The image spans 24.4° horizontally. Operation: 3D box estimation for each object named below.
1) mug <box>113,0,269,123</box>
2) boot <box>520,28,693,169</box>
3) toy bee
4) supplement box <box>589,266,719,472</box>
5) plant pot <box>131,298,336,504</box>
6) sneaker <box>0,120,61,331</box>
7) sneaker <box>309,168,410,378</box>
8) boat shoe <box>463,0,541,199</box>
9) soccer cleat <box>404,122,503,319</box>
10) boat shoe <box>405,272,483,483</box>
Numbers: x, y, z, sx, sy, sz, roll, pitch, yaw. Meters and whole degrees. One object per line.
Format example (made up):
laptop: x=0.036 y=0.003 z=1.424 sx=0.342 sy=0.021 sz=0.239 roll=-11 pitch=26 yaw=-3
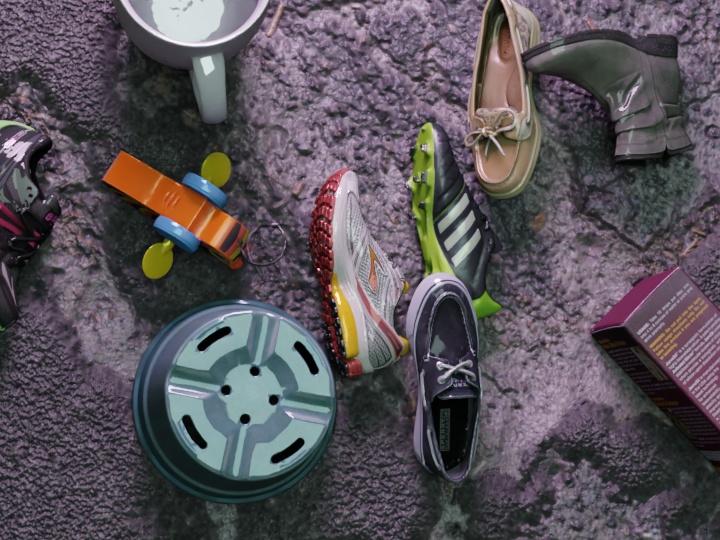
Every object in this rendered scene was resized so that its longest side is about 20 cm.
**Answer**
mug: x=-0.155 y=-0.236 z=1.562 sx=0.148 sy=0.175 sz=0.200 roll=-11 pitch=86 yaw=-9
boot: x=0.252 y=-0.167 z=1.643 sx=0.200 sy=0.068 sz=0.131 roll=-3 pitch=82 yaw=-34
toy bee: x=-0.153 y=-0.036 z=1.591 sx=0.131 sy=0.109 sz=0.200 roll=-38 pitch=66 yaw=-2
supplement box: x=0.334 y=0.100 z=1.633 sx=0.086 sy=0.110 sz=0.200 roll=-43 pitch=92 yaw=-11
plant pot: x=-0.109 y=0.116 z=1.523 sx=0.200 sy=0.196 sz=0.200 roll=1 pitch=84 yaw=-8
sneaker: x=-0.326 y=-0.043 z=1.567 sx=0.084 sy=0.077 sz=0.200 roll=4 pitch=85 yaw=-4
sneaker: x=0.000 y=0.000 z=1.619 sx=0.082 sy=0.078 sz=0.200 roll=-9 pitch=93 yaw=-17
boat shoe: x=0.136 y=-0.171 z=1.644 sx=0.073 sy=0.063 sz=0.200 roll=-6 pitch=75 yaw=28
soccer cleat: x=0.094 y=-0.047 z=1.641 sx=0.081 sy=0.068 sz=0.200 roll=-8 pitch=92 yaw=-19
boat shoe: x=0.085 y=0.104 z=1.590 sx=0.072 sy=0.068 sz=0.200 roll=-1 pitch=101 yaw=-18
